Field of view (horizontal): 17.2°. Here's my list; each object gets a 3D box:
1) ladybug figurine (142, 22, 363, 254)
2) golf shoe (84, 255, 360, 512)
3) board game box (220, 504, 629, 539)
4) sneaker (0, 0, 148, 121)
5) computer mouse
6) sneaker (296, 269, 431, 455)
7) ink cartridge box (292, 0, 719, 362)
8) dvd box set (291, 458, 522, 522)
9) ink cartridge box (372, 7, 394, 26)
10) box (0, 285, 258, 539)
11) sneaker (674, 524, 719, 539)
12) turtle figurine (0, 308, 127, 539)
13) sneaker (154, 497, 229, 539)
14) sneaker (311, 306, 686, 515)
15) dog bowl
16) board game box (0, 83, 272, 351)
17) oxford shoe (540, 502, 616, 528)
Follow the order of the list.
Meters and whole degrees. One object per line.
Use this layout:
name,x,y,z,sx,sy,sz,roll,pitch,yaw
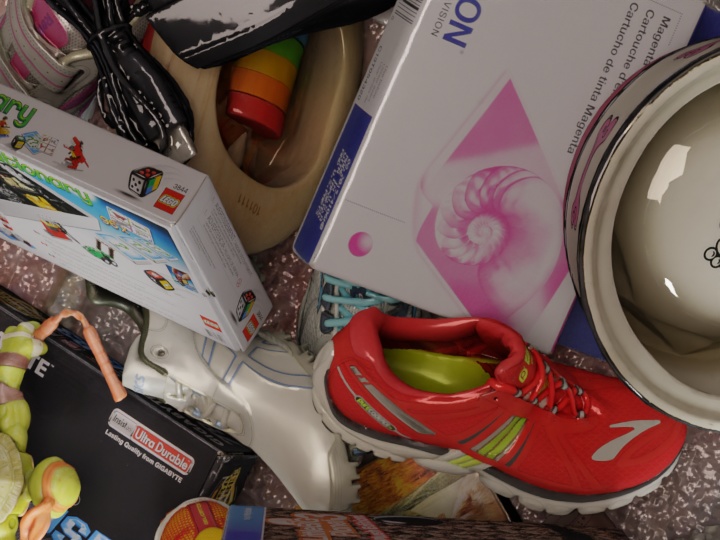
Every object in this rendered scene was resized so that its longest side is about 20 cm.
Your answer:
ladybug figurine,-0.064,-0.104,1.255,0.072,0.135,0.201,-2,64,44
golf shoe,-0.074,0.060,1.249,0.097,0.079,0.200,-20,57,-24
board game box,0.031,0.174,1.107,0.198,0.159,0.098,3,93,-2
sneaker,-0.168,-0.124,1.296,0.081,0.088,0.200,46,100,9
computer mouse,-0.051,-0.148,1.177,0.199,0.053,0.139,-27,82,-13
sneaker,0.000,0.000,1.256,0.077,0.086,0.202,10,96,13
ink cartridge box,0.092,-0.063,1.198,0.199,0.043,0.198,19,100,-23
dvd box set,0.003,0.188,1.287,0.199,0.029,0.147,-30,84,12
ink cartridge box,0.094,-0.198,1.241,0.116,0.068,0.201,30,98,11
box,-0.182,0.138,1.307,0.199,0.050,0.200,31,100,22
sneaker,0.163,0.229,1.235,0.099,0.069,0.201,39,82,-21
turtle figurine,-0.208,0.120,1.256,0.160,0.064,0.202,1,89,26
sneaker,-0.070,0.219,1.230,0.072,0.077,0.201,-16,109,-7
sneaker,0.076,0.065,1.187,0.198,0.085,0.077,10,53,-13
dog bowl,0.188,-0.026,1.179,0.198,0.074,0.202,-5,109,-16
board game box,-0.146,-0.037,1.204,0.199,0.126,0.035,25,68,25
oxford shoe,0.047,0.183,1.230,0.199,0.071,0.073,-30,80,1
